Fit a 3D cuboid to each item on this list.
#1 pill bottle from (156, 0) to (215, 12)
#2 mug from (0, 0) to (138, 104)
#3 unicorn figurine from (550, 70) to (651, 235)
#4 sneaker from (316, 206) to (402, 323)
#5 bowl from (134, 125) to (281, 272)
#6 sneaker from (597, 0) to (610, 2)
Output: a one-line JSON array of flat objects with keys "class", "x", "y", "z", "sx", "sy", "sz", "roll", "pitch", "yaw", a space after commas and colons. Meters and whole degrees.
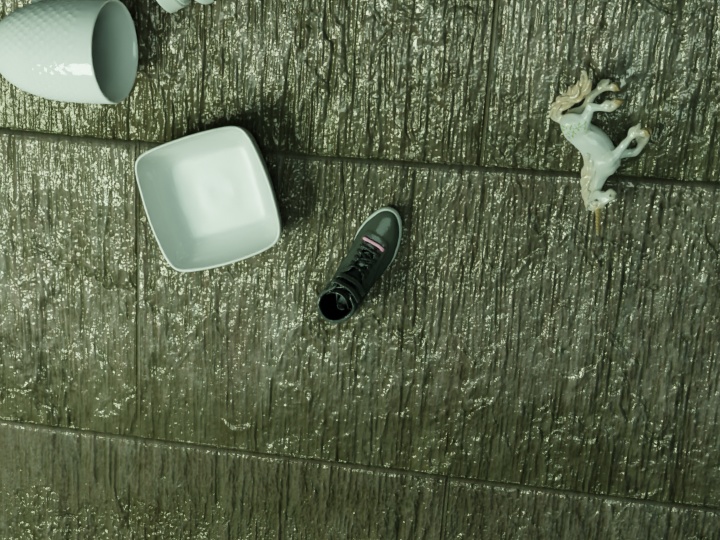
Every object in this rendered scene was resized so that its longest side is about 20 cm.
[{"class": "pill bottle", "x": -0.204, "y": -0.445, "z": 1.494, "sx": 0.198, "sy": 0.111, "sz": 0.112, "roll": -26, "pitch": 101, "yaw": 14}, {"class": "mug", "x": -0.431, "y": -0.345, "z": 1.551, "sx": 0.173, "sy": 0.148, "sz": 0.202, "roll": 4, "pitch": 77, "yaw": 14}, {"class": "unicorn figurine", "x": 0.345, "y": -0.176, "z": 1.525, "sx": 0.137, "sy": 0.074, "sz": 0.201, "roll": -37, "pitch": 84, "yaw": 26}, {"class": "sneaker", "x": 0.000, "y": 0.000, "z": 1.604, "sx": 0.070, "sy": 0.099, "sz": 0.201, "roll": 32, "pitch": 107, "yaw": 0}, {"class": "bowl", "x": -0.222, "y": -0.112, "z": 1.615, "sx": 0.198, "sy": 0.075, "sz": 0.202, "roll": -15, "pitch": 103, "yaw": 12}, {"class": "sneaker", "x": 0.339, "y": -0.464, "z": 1.426, "sx": 0.073, "sy": 0.089, "sz": 0.202, "roll": 0, "pitch": 105, "yaw": 9}]
